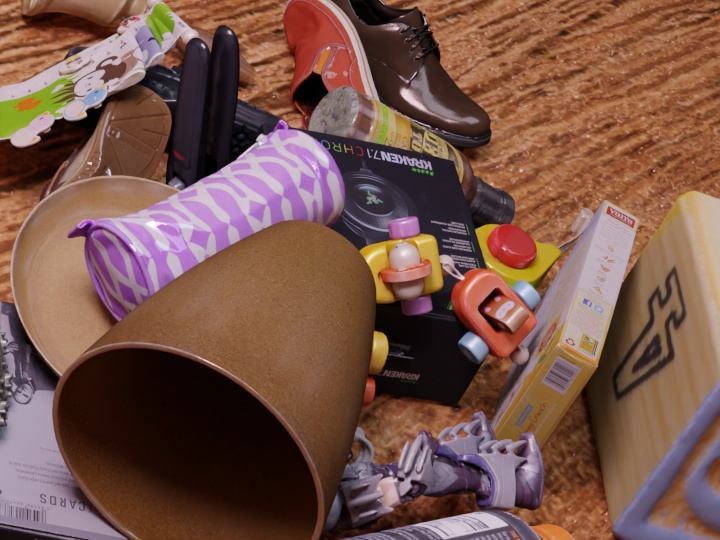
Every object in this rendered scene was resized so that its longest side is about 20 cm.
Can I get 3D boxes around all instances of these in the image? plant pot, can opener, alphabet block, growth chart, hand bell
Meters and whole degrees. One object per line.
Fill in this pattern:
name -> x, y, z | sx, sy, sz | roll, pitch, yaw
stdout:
plant pot -> -0.069, 0.060, 1.290 | 0.185, 0.187, 0.200 | 31, 45, 2
plant pot -> -0.152, 0.024, 1.405 | 0.198, 0.028, 0.202 | 15, 52, -20
can opener -> -0.119, -0.094, 1.490 | 0.078, 0.201, 0.063 | 32, 52, 20
alphabet block -> 0.301, 0.092, 1.548 | 0.194, 0.197, 0.201 | 18, 39, -17
growth chart -> -0.214, -0.146, 1.522 | 0.199, 0.018, 0.145 | -30, 27, -14
hand bell -> -0.173, -0.213, 1.694 | 0.199, 0.104, 0.105 | 29, 36, -20

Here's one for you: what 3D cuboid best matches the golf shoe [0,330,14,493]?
golf shoe -> -0.272, 0.091, 1.269 | 0.096, 0.079, 0.201 | -4, 43, 3

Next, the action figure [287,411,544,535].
action figure -> 0.028, 0.142, 1.377 | 0.199, 0.130, 0.070 | -5, 90, -38

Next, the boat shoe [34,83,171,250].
boat shoe -> -0.203, -0.046, 1.485 | 0.072, 0.072, 0.201 | 31, 57, -20

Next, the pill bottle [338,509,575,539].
pill bottle -> 0.058, 0.216, 1.321 | 0.199, 0.107, 0.107 | -6, 49, -37

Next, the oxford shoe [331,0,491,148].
oxford shoe -> 0.042, -0.184, 1.787 | 0.200, 0.085, 0.073 | 39, 36, 9

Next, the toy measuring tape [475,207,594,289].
toy measuring tape -> 0.129, -0.019, 1.668 | 0.073, 0.074, 0.200 | 36, 38, 9

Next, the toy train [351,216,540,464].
toy train -> 0.040, 0.051, 1.431 | 0.200, 0.056, 0.151 | -41, 107, -16

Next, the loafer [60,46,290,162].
loafer -> -0.147, -0.134, 1.618 | 0.199, 0.068, 0.071 | 16, 47, -12

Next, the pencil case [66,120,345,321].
pencil case -> -0.100, -0.035, 1.397 | 0.199, 0.084, 0.086 | -31, 89, -38

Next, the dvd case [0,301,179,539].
dvd case -> -0.177, 0.112, 1.355 | 0.149, 0.025, 0.201 | 14, 41, -20

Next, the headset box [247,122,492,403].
headset box -> 0.000, 0.000, 1.541 | 0.172, 0.093, 0.201 | 10, 42, -23

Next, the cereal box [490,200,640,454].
cereal box -> 0.152, 0.055, 1.536 | 0.039, 0.144, 0.201 | 28, 38, -1

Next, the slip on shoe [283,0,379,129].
slip on shoe -> -0.032, -0.165, 1.730 | 0.061, 0.074, 0.201 | 1, 50, -28

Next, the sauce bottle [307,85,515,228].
sauce bottle -> 0.048, -0.085, 1.660 | 0.199, 0.065, 0.065 | 25, 33, -36
